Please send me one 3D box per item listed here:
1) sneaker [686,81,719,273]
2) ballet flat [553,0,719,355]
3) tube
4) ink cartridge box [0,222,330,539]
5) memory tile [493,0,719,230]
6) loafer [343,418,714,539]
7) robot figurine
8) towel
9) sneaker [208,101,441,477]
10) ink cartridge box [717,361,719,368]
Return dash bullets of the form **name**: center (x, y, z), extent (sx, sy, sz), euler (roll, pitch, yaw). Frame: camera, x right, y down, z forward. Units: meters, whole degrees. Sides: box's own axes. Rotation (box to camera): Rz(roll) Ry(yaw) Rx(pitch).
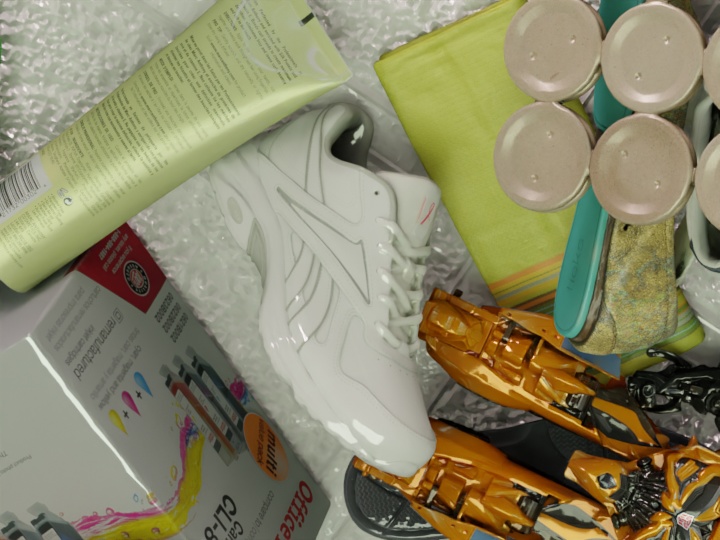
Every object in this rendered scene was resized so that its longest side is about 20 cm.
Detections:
- **sneaker**: center (0.189, -0.091, 1.207), extent (0.073, 0.071, 0.201), euler (14, 108, 35)
- **ballet flat**: center (0.136, -0.058, 1.256), extent (0.070, 0.071, 0.201), euler (10, 102, 9)
- **tube**: center (-0.100, -0.065, 1.301), extent (0.200, 0.052, 0.058), euler (-37, 114, 11)
- **ink cartridge box**: center (-0.137, 0.107, 1.360), extent (0.144, 0.145, 0.200), euler (-29, 106, 24)
- **memory tile**: center (0.134, -0.119, 1.193), extent (0.153, 0.017, 0.201), euler (7, 92, 30)
- **loafer**: center (0.093, 0.109, 1.362), extent (0.199, 0.063, 0.072), euler (1, 85, 9)
- **robot figurine**: center (0.105, 0.095, 1.299), extent (0.199, 0.058, 0.145), euler (25, 92, 10)
- **towel**: center (0.088, -0.033, 1.312), extent (0.086, 0.018, 0.200), euler (-23, 107, 19)
- **sneaker**: center (0.000, 0.000, 1.270), extent (0.099, 0.078, 0.200), euler (-32, 63, 16)
- **ink cartridge box**: center (0.290, 0.030, 1.275), extent (0.197, 0.047, 0.200), euler (25, 117, 1)
